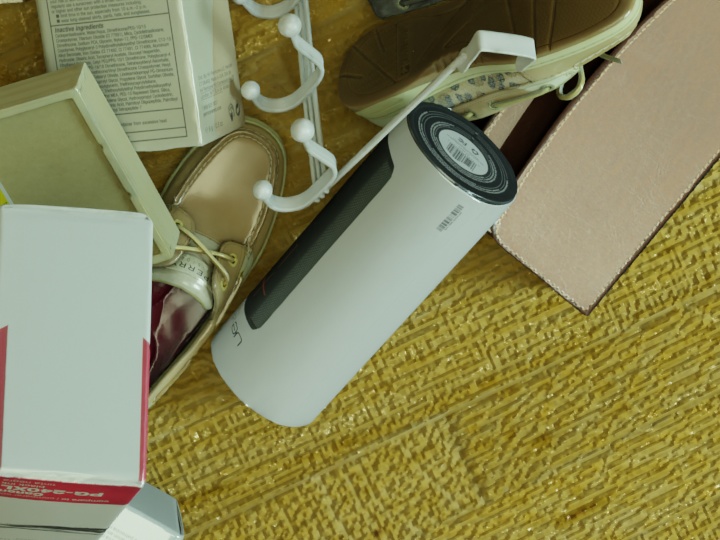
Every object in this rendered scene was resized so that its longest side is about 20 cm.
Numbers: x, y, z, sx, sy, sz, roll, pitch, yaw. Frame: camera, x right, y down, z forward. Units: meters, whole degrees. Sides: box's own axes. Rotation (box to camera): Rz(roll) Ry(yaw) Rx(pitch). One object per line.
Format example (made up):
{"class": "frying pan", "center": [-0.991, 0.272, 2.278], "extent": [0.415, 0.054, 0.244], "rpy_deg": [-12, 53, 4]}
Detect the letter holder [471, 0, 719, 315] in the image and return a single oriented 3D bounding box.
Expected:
{"class": "letter holder", "center": [0.136, -0.100, 1.429], "extent": [0.142, 0.101, 0.200], "rpy_deg": [39, 94, -9]}

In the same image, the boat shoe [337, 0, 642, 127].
{"class": "boat shoe", "center": [0.081, -0.127, 1.394], "extent": [0.063, 0.200, 0.073], "rpy_deg": [35, 52, -42]}

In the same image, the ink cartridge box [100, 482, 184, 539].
{"class": "ink cartridge box", "center": [-0.218, 0.197, 1.449], "extent": [0.146, 0.083, 0.200], "rpy_deg": [30, 95, -11]}

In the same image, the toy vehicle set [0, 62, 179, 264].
{"class": "toy vehicle set", "center": [-0.219, -0.036, 1.381], "extent": [0.200, 0.027, 0.124], "rpy_deg": [-15, 124, 17]}

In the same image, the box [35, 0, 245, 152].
{"class": "box", "center": [-0.132, -0.170, 1.384], "extent": [0.095, 0.078, 0.200], "rpy_deg": [-3, 101, 18]}

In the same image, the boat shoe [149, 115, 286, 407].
{"class": "boat shoe", "center": [-0.101, 0.004, 1.436], "extent": [0.074, 0.066, 0.200], "rpy_deg": [26, 96, -10]}

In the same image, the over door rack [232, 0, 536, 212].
{"class": "over door rack", "center": [-0.001, -0.140, 1.340], "extent": [0.067, 0.200, 0.148], "rpy_deg": [16, 55, -38]}

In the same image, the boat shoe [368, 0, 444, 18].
{"class": "boat shoe", "center": [0.095, -0.191, 1.422], "extent": [0.201, 0.072, 0.066], "rpy_deg": [-10, 114, 8]}

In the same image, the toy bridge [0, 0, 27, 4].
{"class": "toy bridge", "center": [-0.221, -0.071, 1.430], "extent": [0.067, 0.027, 0.200], "rpy_deg": [-4, 100, -3]}

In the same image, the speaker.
{"class": "speaker", "center": [0.000, 0.000, 1.405], "extent": [0.081, 0.081, 0.200], "rpy_deg": [36, 119, -11]}

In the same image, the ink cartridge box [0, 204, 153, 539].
{"class": "ink cartridge box", "center": [-0.170, 0.065, 1.306], "extent": [0.083, 0.200, 0.145], "rpy_deg": [4, 72, -15]}
